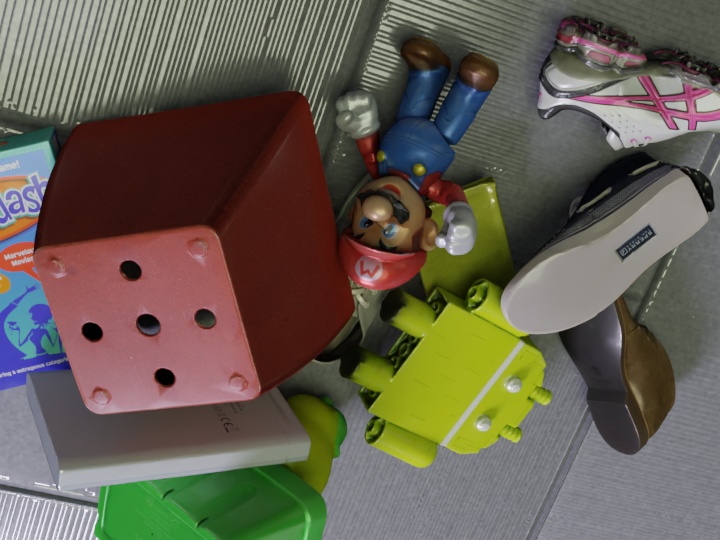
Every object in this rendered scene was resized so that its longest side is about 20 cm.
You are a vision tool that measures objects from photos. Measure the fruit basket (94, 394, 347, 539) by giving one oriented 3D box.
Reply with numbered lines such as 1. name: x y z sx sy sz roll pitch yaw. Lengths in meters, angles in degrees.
1. fruit basket: -0.099 0.194 0.949 0.215 0.216 0.156 7 111 -13

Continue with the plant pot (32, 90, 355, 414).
1. plant pot: -0.132 -0.001 0.814 0.200 0.176 0.200 -7 114 13

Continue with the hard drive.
1. hard drive: -0.157 0.119 0.884 0.200 0.132 0.027 -1 119 -28

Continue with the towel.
1. towel: 0.100 0.019 0.960 0.086 0.018 0.200 -23 121 -9

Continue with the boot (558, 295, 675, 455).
1. boot: 0.239 0.066 1.008 0.075 0.074 0.200 -32 113 -28

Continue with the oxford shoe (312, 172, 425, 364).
1. oxford shoe: 0.000 0.000 0.932 0.075 0.058 0.200 25 105 -16

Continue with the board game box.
1. board game box: -0.294 -0.002 0.886 0.152 0.045 0.200 -15 114 -4

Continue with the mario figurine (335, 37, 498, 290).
1. mario figurine: 0.037 -0.081 0.845 0.106 0.123 0.200 22 86 -32

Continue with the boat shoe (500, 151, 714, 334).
1. boat shoe: 0.198 -0.025 0.932 0.200 0.093 0.075 -32 114 1

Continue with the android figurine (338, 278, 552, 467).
1. android figurine: 0.083 0.094 0.960 0.200 0.041 0.182 30 104 -29

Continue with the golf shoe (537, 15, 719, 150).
1. golf shoe: 0.244 -0.141 0.909 0.200 0.073 0.092 17 115 -6
